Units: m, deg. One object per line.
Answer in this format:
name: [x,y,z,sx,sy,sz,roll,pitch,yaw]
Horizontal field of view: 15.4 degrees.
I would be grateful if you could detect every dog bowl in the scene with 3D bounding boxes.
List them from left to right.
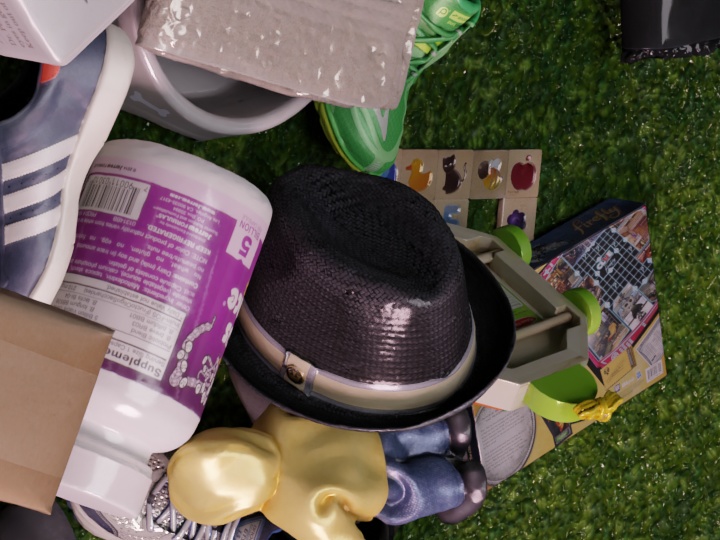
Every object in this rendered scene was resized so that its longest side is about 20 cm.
dog bowl: [-0.082,-0.171,1.579,0.199,0.059,0.201,-12,108,-40]

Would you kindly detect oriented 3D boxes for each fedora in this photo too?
fedora: [0.000,0.000,1.589,0.200,0.200,0.092,-34,149,-33]

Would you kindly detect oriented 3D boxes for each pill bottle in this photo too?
pill bottle: [-0.132,0.035,1.533,0.112,0.112,0.201,30,75,-43]

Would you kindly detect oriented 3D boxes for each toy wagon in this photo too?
toy wagon: [0.082,0.039,1.679,0.155,0.200,0.040,-18,140,-40]

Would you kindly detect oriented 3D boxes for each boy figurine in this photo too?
boy figurine: [-0.021,0.125,1.594,0.199,0.064,0.125,-3,62,-30]

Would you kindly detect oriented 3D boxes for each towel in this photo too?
towel: [-0.040,-0.172,1.556,0.199,0.034,0.133,14,89,-43]

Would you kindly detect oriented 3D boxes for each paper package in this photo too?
paper package: [-0.261,0.036,1.367,0.200,0.190,0.104,20,88,-43]

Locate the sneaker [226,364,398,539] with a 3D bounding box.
sneaker: [-0.022,0.116,1.667,0.200,0.077,0.082,55,27,-36]

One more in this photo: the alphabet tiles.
alphabet tiles: [0.042,0.002,1.770,0.199,0.008,0.168,-2,101,-42]

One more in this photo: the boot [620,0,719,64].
boot: [0.190,-0.221,1.816,0.198,0.073,0.163,-20,116,-39]

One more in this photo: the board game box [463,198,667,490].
board game box: [0.130,0.049,1.834,0.200,0.035,0.136,-28,119,-39]

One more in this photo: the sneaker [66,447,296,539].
sneaker: [-0.091,0.150,1.625,0.200,0.085,0.077,30,79,-42]

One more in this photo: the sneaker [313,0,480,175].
sneaker: [0.027,-0.157,1.663,0.074,0.083,0.201,11,92,-51]

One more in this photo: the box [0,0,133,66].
box: [-0.184,-0.248,1.388,0.200,0.171,0.199,-47,126,-26]

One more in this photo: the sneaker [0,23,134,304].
sneaker: [-0.198,-0.053,1.498,0.084,0.075,0.201,17,94,-22]

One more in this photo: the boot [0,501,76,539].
boot: [-0.247,0.176,1.498,0.200,0.066,0.166,-26,124,-33]
